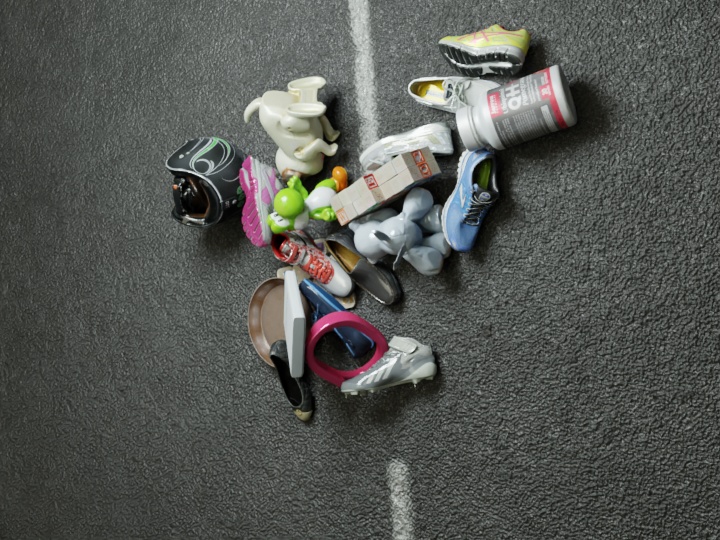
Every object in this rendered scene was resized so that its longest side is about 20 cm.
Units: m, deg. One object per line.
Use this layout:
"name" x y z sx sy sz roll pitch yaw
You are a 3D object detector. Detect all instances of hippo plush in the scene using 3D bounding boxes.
"hippo plush" 0.071 -0.052 1.617 0.160 0.200 0.160 -13 115 50

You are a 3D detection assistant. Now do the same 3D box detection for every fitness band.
"fitness band" -0.029 0.159 1.650 0.144 0.200 0.038 -44 41 11

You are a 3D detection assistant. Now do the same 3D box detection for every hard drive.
"hard drive" -0.134 0.104 1.659 0.026 0.200 0.133 0 116 -9

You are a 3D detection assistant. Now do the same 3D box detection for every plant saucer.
"plant saucer" -0.169 0.115 1.817 0.199 0.034 0.202 3 95 38

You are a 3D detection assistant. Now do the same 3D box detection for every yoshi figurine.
"yoshi figurine" -0.099 -0.143 1.682 0.112 0.199 0.113 17 131 59

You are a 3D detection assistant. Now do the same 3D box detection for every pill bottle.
"pill bottle" 0.279 -0.283 1.487 0.198 0.111 0.112 -17 81 23

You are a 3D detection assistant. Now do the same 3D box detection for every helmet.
"helmet" -0.335 -0.203 1.840 0.198 0.191 0.201 11 127 15

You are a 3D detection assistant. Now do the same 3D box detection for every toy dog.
"toy dog" -0.136 -0.273 1.727 0.192 0.201 0.140 -11 43 -4

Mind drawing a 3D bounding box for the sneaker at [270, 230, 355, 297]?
"sneaker" -0.106 -0.013 1.727 0.201 0.108 0.067 45 112 24

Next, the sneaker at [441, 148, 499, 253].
"sneaker" 0.209 -0.131 1.546 0.089 0.078 0.202 -147 67 -70

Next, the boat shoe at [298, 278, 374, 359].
"boat shoe" -0.061 0.103 1.704 0.200 0.084 0.069 44 98 7

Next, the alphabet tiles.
"alphabet tiles" -0.100 0.037 1.796 0.194 0.015 0.202 -13 83 31

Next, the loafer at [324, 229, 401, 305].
"loafer" 0.000 0.000 1.693 0.200 0.072 0.073 44 118 18

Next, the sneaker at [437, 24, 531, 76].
"sneaker" 0.237 -0.422 1.558 0.199 0.078 0.091 19 69 39

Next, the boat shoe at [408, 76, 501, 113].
"boat shoe" 0.180 -0.339 1.575 0.201 0.086 0.075 17 100 29

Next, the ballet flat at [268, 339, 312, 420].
"ballet flat" -0.155 0.241 1.774 0.066 0.057 0.201 -6 115 31

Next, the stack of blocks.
"stack of blocks" 0.045 -0.164 1.604 0.199 0.115 0.059 -28 87 47

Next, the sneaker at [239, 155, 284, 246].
"sneaker" -0.198 -0.145 1.740 0.081 0.088 0.202 -32 58 53

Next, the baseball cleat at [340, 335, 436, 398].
"baseball cleat" 0.051 0.189 1.655 0.198 0.070 0.108 -12 86 6

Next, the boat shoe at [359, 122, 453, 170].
"boat shoe" 0.090 -0.234 1.643 0.200 0.074 0.065 -15 78 24
